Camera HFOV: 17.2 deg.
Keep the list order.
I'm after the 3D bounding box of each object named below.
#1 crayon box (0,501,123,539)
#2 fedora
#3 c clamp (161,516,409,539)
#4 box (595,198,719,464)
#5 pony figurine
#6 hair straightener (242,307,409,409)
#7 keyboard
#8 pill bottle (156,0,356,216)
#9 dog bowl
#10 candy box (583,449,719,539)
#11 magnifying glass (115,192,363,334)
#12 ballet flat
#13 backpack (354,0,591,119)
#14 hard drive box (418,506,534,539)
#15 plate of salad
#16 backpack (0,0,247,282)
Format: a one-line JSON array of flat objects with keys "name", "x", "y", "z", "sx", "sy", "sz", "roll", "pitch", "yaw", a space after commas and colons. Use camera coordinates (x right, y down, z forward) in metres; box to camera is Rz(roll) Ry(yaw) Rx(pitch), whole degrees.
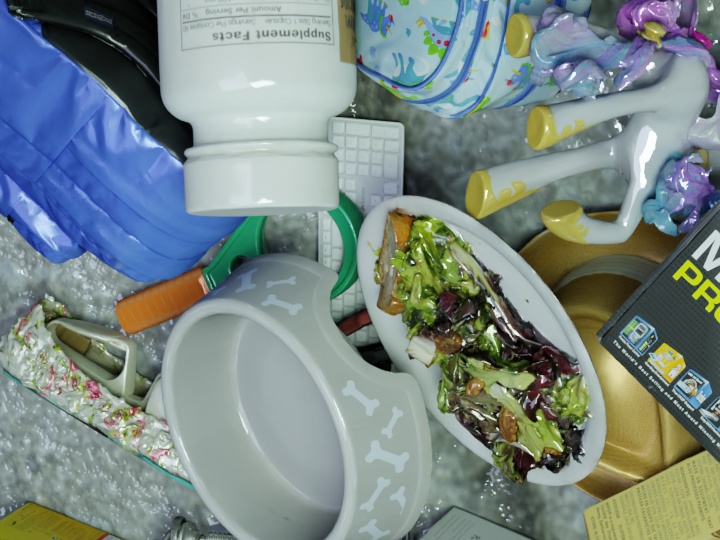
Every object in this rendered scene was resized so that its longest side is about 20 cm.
[{"name": "crayon box", "x": -0.228, "y": 0.232, "z": 1.596, "sx": 0.119, "sy": 0.200, "sz": 0.058, "roll": 20, "pitch": 113, "yaw": 18}, {"name": "fedora", "x": 0.158, "y": 0.066, "z": 1.431, "sx": 0.200, "sy": 0.082, "sz": 0.201, "roll": 8, "pitch": 110, "yaw": 23}, {"name": "c clamp", "x": -0.054, "y": 0.205, "z": 1.595, "sx": 0.200, "sy": 0.027, "sz": 0.171, "roll": -2, "pitch": 116, "yaw": 13}, {"name": "box", "x": 0.249, "y": 0.047, "z": 1.271, "sx": 0.200, "sy": 0.044, "sz": 0.160, "roll": 46, "pitch": 119, "yaw": 10}, {"name": "pony figurine", "x": 0.174, "y": -0.098, "z": 1.325, "sx": 0.167, "sy": 0.200, "sz": 0.193, "roll": -128, "pitch": 43, "yaw": -51}, {"name": "hair straightener", "x": 0.005, "y": 0.064, "z": 1.510, "sx": 0.200, "sy": 0.041, "sz": 0.077, "roll": -26, "pitch": 92, "yaw": 32}, {"name": "keyboard", "x": 0.000, "y": 0.000, "z": 1.526, "sx": 0.056, "sy": 0.011, "sz": 0.200, "roll": 8, "pitch": 110, "yaw": 23}, {"name": "pill bottle", "x": -0.059, "y": -0.133, "z": 1.367, "sx": 0.114, "sy": 0.114, "sz": 0.200, "roll": -3, "pitch": 88, "yaw": 26}, {"name": "dog bowl", "x": -0.047, "y": 0.092, "z": 1.478, "sx": 0.200, "sy": 0.059, "sz": 0.200, "roll": 25, "pitch": 126, "yaw": 39}, {"name": "candy box", "x": 0.246, "y": 0.137, "z": 1.392, "sx": 0.200, "sy": 0.117, "sz": 0.057, "roll": -29, "pitch": 55, "yaw": 29}, {"name": "magnifying glass", "x": -0.080, "y": 0.000, "z": 1.552, "sx": 0.200, "sy": 0.022, "sz": 0.080, "roll": -22, "pitch": 94, "yaw": 31}, {"name": "ballet flat", "x": -0.155, "y": 0.082, "z": 1.590, "sx": 0.200, "sy": 0.076, "sz": 0.064, "roll": 29, "pitch": 108, "yaw": 12}, {"name": "backpack", "x": 0.067, "y": -0.188, "z": 1.366, "sx": 0.163, "sy": 0.154, "sz": 0.200, "roll": 31, "pitch": 137, "yaw": 44}, {"name": "hard drive box", "x": 0.109, "y": 0.241, "z": 1.468, "sx": 0.200, "sy": 0.156, "sz": 0.077, "roll": 22, "pitch": 114, "yaw": 18}, {"name": "plate of salad", "x": 0.062, "y": 0.047, "z": 1.388, "sx": 0.200, "sy": 0.048, "sz": 0.200, "roll": 35, "pitch": 146, "yaw": 29}, {"name": "backpack", "x": -0.154, "y": -0.089, "z": 1.489, "sx": 0.200, "sy": 0.163, "sz": 0.168, "roll": 38, "pitch": 124, "yaw": -4}]
